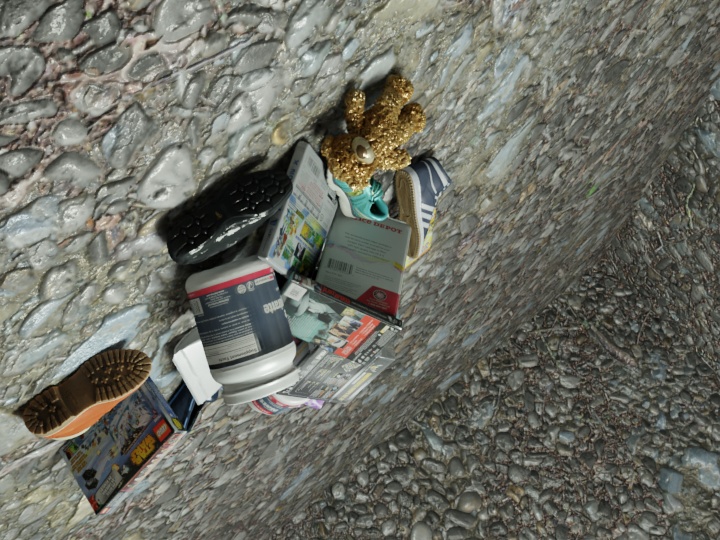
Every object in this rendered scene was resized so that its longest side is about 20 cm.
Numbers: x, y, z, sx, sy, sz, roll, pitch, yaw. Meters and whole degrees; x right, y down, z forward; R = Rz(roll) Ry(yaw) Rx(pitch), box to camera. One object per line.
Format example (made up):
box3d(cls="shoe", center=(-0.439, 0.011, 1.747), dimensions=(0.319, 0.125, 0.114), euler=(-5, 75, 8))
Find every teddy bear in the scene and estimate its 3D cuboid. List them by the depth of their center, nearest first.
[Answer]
box3d(cls="teddy bear", center=(0.031, -0.211, 1.178), dimensions=(0.198, 0.066, 0.148), euler=(-29, 118, -36))

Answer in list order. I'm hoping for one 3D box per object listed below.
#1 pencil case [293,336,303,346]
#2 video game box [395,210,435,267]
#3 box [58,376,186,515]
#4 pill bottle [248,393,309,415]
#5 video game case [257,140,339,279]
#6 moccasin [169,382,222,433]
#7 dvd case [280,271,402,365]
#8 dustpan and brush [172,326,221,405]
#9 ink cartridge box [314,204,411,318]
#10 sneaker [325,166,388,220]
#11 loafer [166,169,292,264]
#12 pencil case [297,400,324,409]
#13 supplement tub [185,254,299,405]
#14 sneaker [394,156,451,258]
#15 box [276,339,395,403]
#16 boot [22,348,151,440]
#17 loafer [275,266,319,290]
box3d(cls="pencil case", center=(-0.142, 0.115, 1.455), dimensions=(0.198, 0.088, 0.083), euler=(-29, 124, 26))
box3d(cls="video game box", center=(0.074, -0.046, 1.691), dimensions=(0.199, 0.047, 0.183), euler=(-38, 161, -16))
box3d(cls="box", center=(-0.398, 0.286, 1.303), dimensions=(0.200, 0.137, 0.040), euler=(-45, 157, 7))
box3d(cls="pill bottle", center=(-0.170, 0.233, 1.610), dimensions=(0.118, 0.121, 0.200), euler=(-30, 176, -31))
box3d(cls="video game case", center=(-0.090, -0.080, 1.230), dimensions=(0.200, 0.022, 0.186), euler=(46, 61, -70))
box3d(cls="moccasin", center=(-0.292, 0.224, 1.482), dimensions=(0.080, 0.068, 0.202), euler=(-7, 137, -58))
box3d(cls="dvd case", center=(-0.048, 0.083, 1.275), dimensions=(0.146, 0.197, 0.022), euler=(-50, -158, 50))
box3d(cls="dustpan and brush", center=(-0.245, 0.126, 1.401), dimensions=(0.199, 0.057, 0.141), euler=(-37, 135, -21))
box3d(cls="ink cartridge box", center=(0.000, 0.000, 1.342), dimensions=(0.084, 0.143, 0.203), euler=(111, -6, -50))
box3d(cls="sneaker", center=(0.000, -0.146, 1.271), dimensions=(0.079, 0.078, 0.201), euler=(-62, 155, -16))
box3d(cls="loafer", center=(-0.184, -0.075, 1.102), dimensions=(0.199, 0.069, 0.070), euler=(-35, 173, -17))
box3d(cls="pencil case", center=(-0.089, 0.205, 1.728), dimensions=(0.085, 0.084, 0.203), euler=(-5, -126, 52))
box3d(cls="supplement tub", center=(-0.179, 0.088, 1.202), dimensions=(0.137, 0.204, 0.140), euler=(-16, -177, 1))
box3d(cls="sneaker", center=(0.124, -0.126, 1.533), dimensions=(0.108, 0.069, 0.203), euler=(-33, 134, -32))
box3d(cls="box", center=(-0.050, 0.177, 1.447), dimensions=(0.155, 0.049, 0.200), euler=(12, 142, -27))
box3d(cls="boot", center=(-0.411, 0.194, 1.209), dimensions=(0.197, 0.076, 0.108), euler=(-29, 160, -15))
box3d(cls="loafer", center=(-0.144, 0.035, 1.385), dimensions=(0.070, 0.069, 0.199), euler=(-30, 179, 41))
